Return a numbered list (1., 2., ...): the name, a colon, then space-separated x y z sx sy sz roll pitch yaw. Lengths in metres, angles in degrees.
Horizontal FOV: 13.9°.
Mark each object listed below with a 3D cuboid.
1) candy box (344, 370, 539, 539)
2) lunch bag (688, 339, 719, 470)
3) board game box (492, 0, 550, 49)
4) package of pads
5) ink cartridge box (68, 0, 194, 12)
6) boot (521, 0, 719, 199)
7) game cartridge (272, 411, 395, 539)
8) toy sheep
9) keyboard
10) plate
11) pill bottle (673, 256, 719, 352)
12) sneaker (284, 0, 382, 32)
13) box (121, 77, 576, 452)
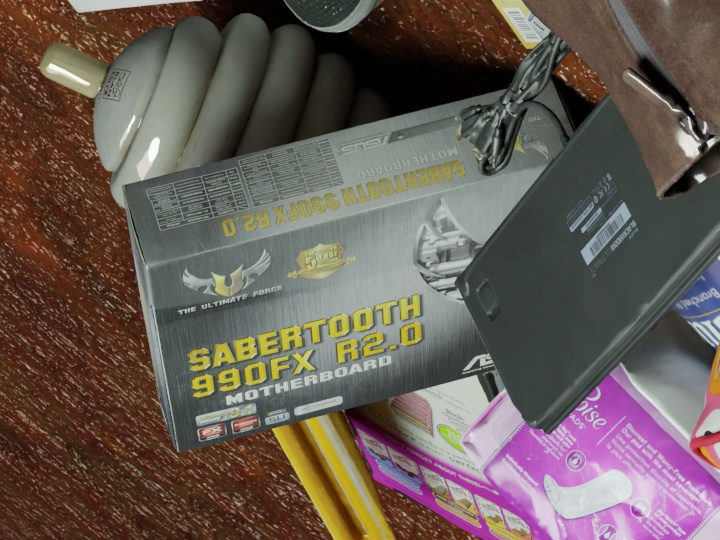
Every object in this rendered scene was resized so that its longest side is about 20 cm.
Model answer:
1. candy box: 0.050 0.062 1.538 0.136 0.061 0.200 27 155 32
2. lunch bag: 0.222 0.063 1.040 0.200 0.082 0.176 21 162 -9
3. board game box: 0.062 -0.169 1.126 0.135 0.035 0.200 5 140 54
4. package of pads: 0.123 0.093 1.280 0.121 0.076 0.200 45 -173 12
5. ink cartridge box: -0.115 -0.182 1.330 0.200 0.068 0.115 50 155 -25
6. boot: 0.108 -0.136 0.974 0.166 0.072 0.200 60 150 18
7. game cartridge: -0.049 0.029 1.528 0.200 0.032 0.176 64 180 40
8. toy sheep: -0.058 -0.059 1.394 0.200 0.138 0.138 18 160 -10
9. keyboard: 0.088 -0.036 1.104 0.200 0.021 0.127 -51 56 49
10. plate: 0.179 0.082 1.237 0.200 0.032 0.200 44 -173 -10
11. pill bottle: 0.193 0.008 1.153 0.200 0.111 0.111 44 157 -11
12. sneaker: -0.034 -0.161 1.237 0.078 0.077 0.200 27 156 24
13. box: 0.000 0.000 1.333 0.158 0.200 0.048 88 166 -56
